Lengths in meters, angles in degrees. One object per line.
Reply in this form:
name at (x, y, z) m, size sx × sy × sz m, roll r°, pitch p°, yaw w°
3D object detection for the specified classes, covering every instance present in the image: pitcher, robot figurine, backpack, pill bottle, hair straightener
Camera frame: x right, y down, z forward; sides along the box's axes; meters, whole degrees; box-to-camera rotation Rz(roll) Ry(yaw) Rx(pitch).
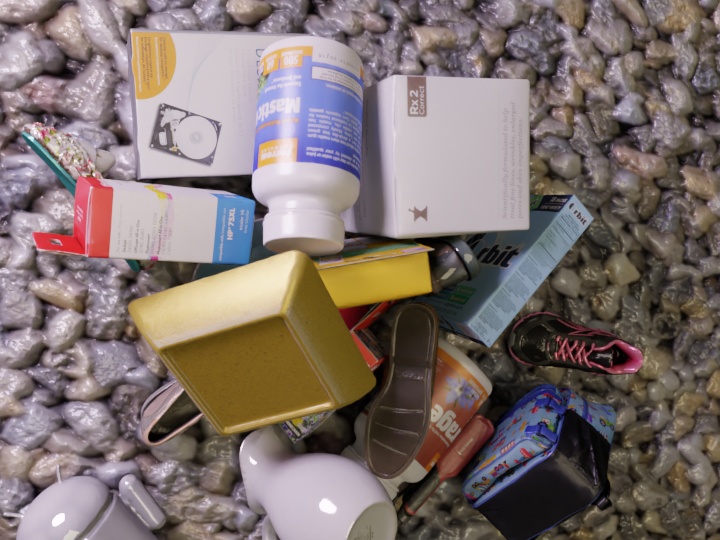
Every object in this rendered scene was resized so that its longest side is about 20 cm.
pitcher at (-0.054, 0.288, 0.880) m, size 0.120 × 0.199 × 0.174 m, roll -14°, pitch 109°, yaw -40°
robot figurine at (-0.292, 0.308, 0.839) m, size 0.201 × 0.112 × 0.170 m, roll 53°, pitch 57°, yaw -17°
backpack at (0.237, 0.229, 0.989) m, size 0.134 × 0.183 × 0.200 m, roll 41°, pitch 38°, yaw -1°
pill bottle at (-0.054, -0.122, 0.782) m, size 0.111 × 0.112 × 0.203 m, roll 7°, pitch 77°, yaw -20°
pill bottle at (0.064, 0.188, 0.958) m, size 0.112 × 0.112 × 0.200 m, roll 44°, pitch 80°, yaw -18°
hair straightener at (0.098, 0.267, 0.995) m, size 0.041 × 0.077 × 0.201 m, roll 36°, pitch 87°, yaw -1°

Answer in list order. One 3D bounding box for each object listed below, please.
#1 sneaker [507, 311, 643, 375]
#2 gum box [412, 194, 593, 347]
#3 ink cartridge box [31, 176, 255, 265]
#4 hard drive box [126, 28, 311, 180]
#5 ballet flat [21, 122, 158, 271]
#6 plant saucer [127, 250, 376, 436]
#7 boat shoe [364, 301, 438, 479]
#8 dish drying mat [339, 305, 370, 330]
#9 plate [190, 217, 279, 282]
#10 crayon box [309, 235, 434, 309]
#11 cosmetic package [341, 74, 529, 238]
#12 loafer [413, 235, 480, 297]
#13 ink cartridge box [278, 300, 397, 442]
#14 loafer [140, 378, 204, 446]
sneaker at (0.299, 0.107, 1.046) m, size 0.197 × 0.095 × 0.080 m, roll 9°, pitch 94°, yaw -19°
gum box at (0.168, -0.008, 0.946) m, size 0.045 × 0.170 × 0.200 m, roll 45°, pitch 81°, yaw -17°
ink cartridge box at (-0.217, -0.051, 0.763) m, size 0.197 × 0.116 × 0.068 m, roll 3°, pitch 99°, yaw -27°
hard drive box at (-0.156, -0.184, 0.863) m, size 0.197 × 0.077 × 0.158 m, roll -6°, pitch 97°, yaw -20°
ballet flat at (-0.280, -0.088, 0.835) m, size 0.064 × 0.075 × 0.201 m, roll -44°, pitch 117°, yaw -21°
plant saucer at (-0.107, 0.092, 0.771) m, size 0.197 × 0.049 × 0.201 m, roll -16°, pitch 126°, yaw 14°
boat shoe at (0.056, 0.138, 0.883) m, size 0.071 × 0.068 × 0.203 m, roll 15°, pitch 91°, yaw 12°
dish drying mat at (-0.068, 0.102, 0.906) m, size 0.199 × 0.018 × 0.077 m, roll -41°, pitch 151°, yaw -12°
plate at (-0.110, 0.037, 0.927) m, size 0.197 × 0.026 × 0.203 m, roll -2°, pitch 95°, yaw -19°
crayon box at (0.000, 0.000, 0.834) m, size 0.124 × 0.200 × 0.052 m, roll -9°, pitch 98°, yaw -8°
cosmetic package at (0.077, -0.127, 0.886) m, size 0.163 × 0.200 × 0.168 m, roll -4°, pitch 97°, yaw -19°
loafer at (0.077, -0.001, 0.901) m, size 0.063 × 0.200 × 0.072 m, roll -35°, pitch 93°, yaw -11°
ink cartridge box at (-0.009, 0.109, 0.896) m, size 0.200 × 0.109 × 0.050 m, roll -44°, pitch 81°, yaw 6°
loafer at (-0.168, 0.130, 0.872) m, size 0.199 × 0.063 × 0.072 m, roll -40°, pitch 109°, yaw 3°
